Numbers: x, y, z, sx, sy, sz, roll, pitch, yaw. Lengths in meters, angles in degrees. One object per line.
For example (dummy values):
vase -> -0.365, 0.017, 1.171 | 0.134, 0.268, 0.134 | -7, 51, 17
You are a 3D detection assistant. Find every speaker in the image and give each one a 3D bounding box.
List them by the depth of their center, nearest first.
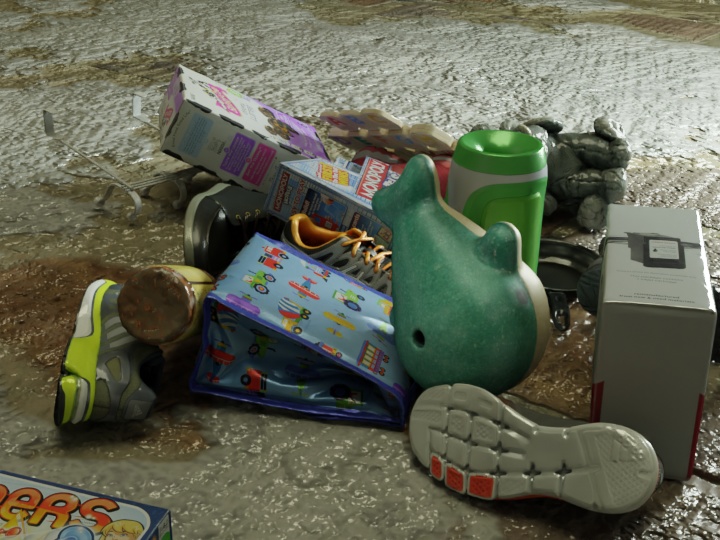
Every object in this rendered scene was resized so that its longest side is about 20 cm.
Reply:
speaker -> 0.115, -0.016, 0.910 | 0.087, 0.202, 0.089 | 1, 24, -1

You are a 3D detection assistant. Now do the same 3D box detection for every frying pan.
frying pan -> 0.211, 0.016, 1.052 | 0.114, 0.031, 0.190 | -5, 30, -15

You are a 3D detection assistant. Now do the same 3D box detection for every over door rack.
over door rack -> -0.280, -0.137, 1.290 | 0.147, 0.067, 0.200 | -21, 53, -43

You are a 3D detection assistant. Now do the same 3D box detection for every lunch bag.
lunch bag -> -0.027, 0.058, 0.897 | 0.198, 0.095, 0.151 | 16, 24, 4

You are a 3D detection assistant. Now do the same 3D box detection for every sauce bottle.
sauce bottle -> -0.153, 0.029, 0.899 | 0.065, 0.067, 0.200 | 4, -2, 5

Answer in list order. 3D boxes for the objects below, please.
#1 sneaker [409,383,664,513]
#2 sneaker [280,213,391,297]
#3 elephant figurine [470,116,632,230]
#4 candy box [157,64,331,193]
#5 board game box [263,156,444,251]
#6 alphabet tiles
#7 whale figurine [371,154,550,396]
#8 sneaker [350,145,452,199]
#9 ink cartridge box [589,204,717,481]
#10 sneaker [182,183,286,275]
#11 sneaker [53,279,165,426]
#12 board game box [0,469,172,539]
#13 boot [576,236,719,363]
sneaker -> 0.129, 0.137, 0.767 | 0.198, 0.078, 0.082 | 12, -5, 34
sneaker -> 0.000, 0.000, 1.020 | 0.198, 0.078, 0.078 | 13, 25, 21
elephant figurine -> 0.211, -0.133, 1.240 | 0.198, 0.156, 0.142 | 9, 46, -4
candy box -> -0.144, -0.161, 1.271 | 0.198, 0.072, 0.168 | 23, 18, -21
board game box -> 0.005, -0.072, 1.125 | 0.198, 0.062, 0.200 | 22, 25, -3
alphabet tiles -> 0.051, -0.156, 1.300 | 0.195, 0.015, 0.199 | 24, -10, -39
whale figurine -> 0.062, 0.010, 0.831 | 0.103, 0.159, 0.201 | -17, 75, -43
sneaker -> 0.053, -0.095, 1.257 | 0.199, 0.074, 0.087 | 12, 36, 36
ink cartridge box -> 0.233, 0.049, 0.845 | 0.082, 0.147, 0.200 | 5, 25, 12
sneaker -> -0.123, -0.047, 1.114 | 0.105, 0.076, 0.200 | 5, 24, 6
sneaker -> -0.206, 0.073, 0.877 | 0.080, 0.075, 0.200 | 14, 24, -13
board game box -> -0.238, 0.183, 0.657 | 0.198, 0.035, 0.136 | 9, 26, 15
boot -> 0.315, 0.015, 0.997 | 0.198, 0.070, 0.132 | 23, 30, 18
